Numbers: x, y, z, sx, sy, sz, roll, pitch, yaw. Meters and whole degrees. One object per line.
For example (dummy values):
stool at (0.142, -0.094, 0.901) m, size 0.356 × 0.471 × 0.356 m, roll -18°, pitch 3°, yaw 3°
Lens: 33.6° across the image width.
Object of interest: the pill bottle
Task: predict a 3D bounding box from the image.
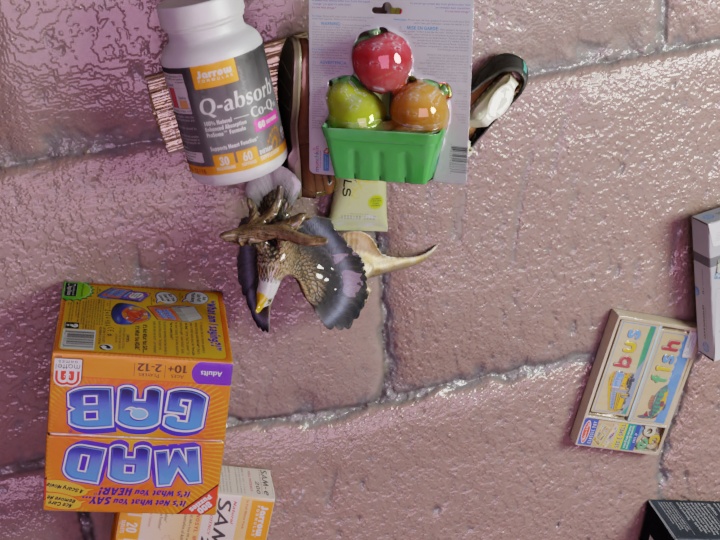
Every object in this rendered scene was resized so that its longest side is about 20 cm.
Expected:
pill bottle at (-0.156, -0.205, 1.324) m, size 0.115 × 0.116 × 0.201 m, roll -15°, pitch 114°, yaw -4°

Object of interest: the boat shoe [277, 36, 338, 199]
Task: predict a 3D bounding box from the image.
boat shoe at (-0.057, -0.178, 1.385) m, size 0.067 × 0.072 × 0.201 m, roll -6°, pitch 125°, yaw -13°

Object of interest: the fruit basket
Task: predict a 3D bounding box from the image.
fruit basket at (0.032, -0.199, 1.308) m, size 0.184 × 0.094 × 0.202 m, roll 4°, pitch 102°, yaw 13°

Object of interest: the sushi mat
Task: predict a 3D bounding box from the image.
sushi mat at (-0.146, -0.207, 1.395) m, size 0.198 × 0.012 × 0.096 m, roll -17°, pitch 115°, yaw -4°

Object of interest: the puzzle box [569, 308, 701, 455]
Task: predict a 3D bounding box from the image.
puzzle box at (0.378, 0.155, 1.635) m, size 0.132 × 0.025 × 0.202 m, roll 9°, pitch 110°, yaw -14°

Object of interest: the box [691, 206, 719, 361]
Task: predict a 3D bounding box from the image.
box at (0.518, 0.004, 1.578) m, size 0.155 × 0.041 × 0.202 m, roll -18°, pitch 114°, yaw -15°

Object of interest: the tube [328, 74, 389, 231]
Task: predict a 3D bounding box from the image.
tube at (0.005, -0.139, 1.434) m, size 0.058 × 0.052 × 0.202 m, roll 21°, pitch 120°, yaw 29°

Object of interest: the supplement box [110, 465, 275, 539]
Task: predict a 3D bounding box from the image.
supplement box at (-0.222, 0.324, 1.566) m, size 0.198 × 0.074 × 0.127 m, roll 7°, pitch 111°, yaw -14°

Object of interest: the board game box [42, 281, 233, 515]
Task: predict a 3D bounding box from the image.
board game box at (-0.264, 0.148, 1.416) m, size 0.198 × 0.200 × 0.201 m, roll 4°, pitch 111°, yaw -12°

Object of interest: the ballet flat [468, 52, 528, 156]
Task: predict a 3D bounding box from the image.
ballet flat at (0.125, -0.178, 1.427) m, size 0.068 × 0.068 × 0.200 m, roll 36°, pitch 102°, yaw -23°

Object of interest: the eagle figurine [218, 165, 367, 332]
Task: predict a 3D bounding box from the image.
eagle figurine at (-0.091, -0.010, 1.403) m, size 0.151 × 0.152 × 0.200 m, roll -41°, pitch 153°, yaw -3°

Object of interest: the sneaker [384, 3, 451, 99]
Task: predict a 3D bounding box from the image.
sneaker at (0.074, -0.231, 1.352) m, size 0.078 × 0.090 × 0.202 m, roll -17°, pitch 92°, yaw -10°

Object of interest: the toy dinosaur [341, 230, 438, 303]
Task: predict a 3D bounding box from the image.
toy dinosaur at (0.000, 0.000, 1.483) m, size 0.198 × 0.058 × 0.102 m, roll 9°, pitch 109°, yaw -14°

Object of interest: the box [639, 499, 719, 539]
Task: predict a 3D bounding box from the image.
box at (0.511, 0.424, 1.726) m, size 0.198 × 0.107 × 0.150 m, roll 4°, pitch 111°, yaw -11°
